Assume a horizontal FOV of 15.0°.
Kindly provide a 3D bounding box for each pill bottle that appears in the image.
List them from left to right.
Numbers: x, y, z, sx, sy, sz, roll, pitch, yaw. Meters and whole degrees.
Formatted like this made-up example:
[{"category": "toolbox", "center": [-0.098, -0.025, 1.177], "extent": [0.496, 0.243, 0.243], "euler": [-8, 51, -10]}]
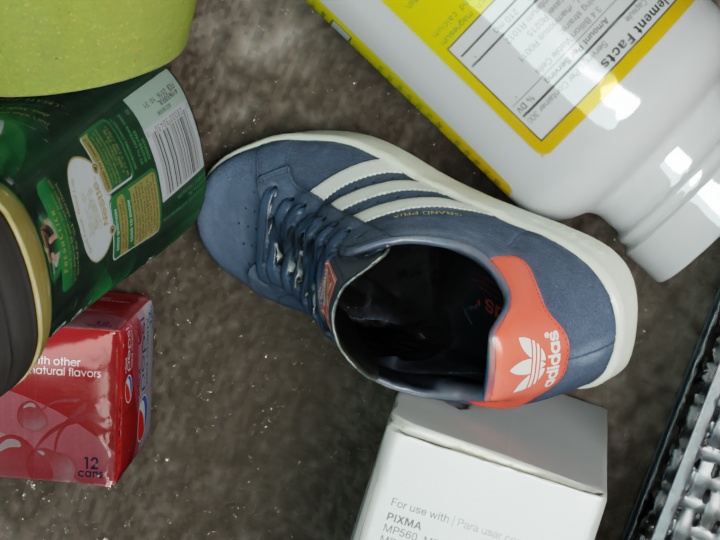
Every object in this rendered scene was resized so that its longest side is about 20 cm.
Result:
[{"category": "pill bottle", "center": [0.063, -0.090, 1.000], "extent": [0.200, 0.104, 0.104], "euler": [44, 101, -2]}]

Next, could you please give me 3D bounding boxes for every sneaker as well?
[{"category": "sneaker", "center": [0.000, 0.000, 0.992], "extent": [0.200, 0.084, 0.075], "euler": [15, 115, 39]}]

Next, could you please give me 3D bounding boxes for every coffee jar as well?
[{"category": "coffee jar", "center": [-0.137, -0.013, 0.978], "extent": [0.104, 0.200, 0.086], "euler": [-6, 108, 22]}]

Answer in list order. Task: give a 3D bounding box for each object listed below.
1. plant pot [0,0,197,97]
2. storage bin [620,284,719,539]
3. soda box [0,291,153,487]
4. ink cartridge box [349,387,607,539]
[{"category": "plant pot", "center": [-0.121, -0.172, 0.985], "extent": [0.187, 0.187, 0.201], "euler": [-4, 111, 7]}, {"category": "storage bin", "center": [0.158, 0.074, 0.997], "extent": [0.094, 0.135, 0.200], "euler": [20, 101, 3]}, {"category": "soda box", "center": [-0.184, 0.038, 1.064], "extent": [0.199, 0.070, 0.064], "euler": [4, 102, 6]}, {"category": "ink cartridge box", "center": [0.026, 0.144, 1.020], "extent": [0.084, 0.144, 0.201], "euler": [16, 101, 2]}]
